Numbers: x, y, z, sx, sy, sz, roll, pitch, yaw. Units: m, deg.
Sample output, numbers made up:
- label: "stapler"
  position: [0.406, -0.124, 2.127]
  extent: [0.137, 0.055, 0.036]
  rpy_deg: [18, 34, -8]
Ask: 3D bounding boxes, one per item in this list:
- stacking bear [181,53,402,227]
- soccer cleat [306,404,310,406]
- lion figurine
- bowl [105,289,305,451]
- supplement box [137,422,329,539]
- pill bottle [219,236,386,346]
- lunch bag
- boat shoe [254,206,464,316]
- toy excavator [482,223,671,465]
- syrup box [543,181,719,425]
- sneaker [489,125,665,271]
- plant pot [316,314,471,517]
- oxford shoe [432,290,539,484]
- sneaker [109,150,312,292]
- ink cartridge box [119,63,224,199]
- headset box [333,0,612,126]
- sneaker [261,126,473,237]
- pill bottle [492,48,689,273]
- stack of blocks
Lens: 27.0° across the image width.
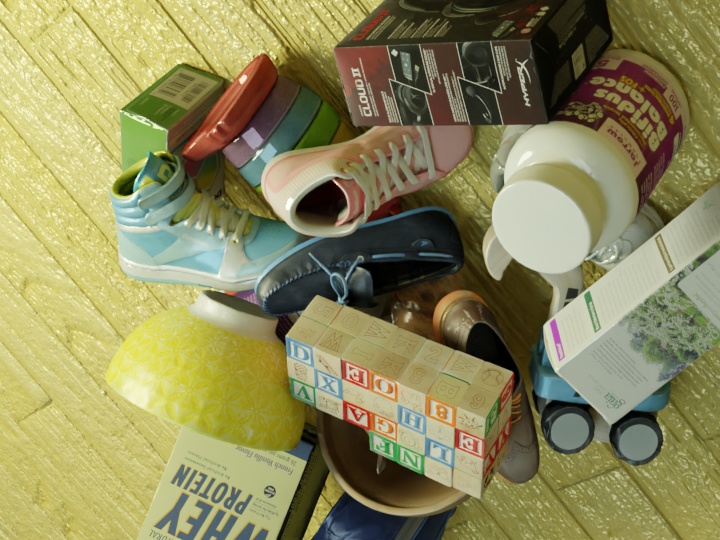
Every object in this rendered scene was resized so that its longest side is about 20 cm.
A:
- label: "stacking bear"
  position: [-0.048, -0.099, 1.410]
  extent: [0.199, 0.114, 0.121]
  rpy_deg: [39, 158, -14]
- label: "soccer cleat"
  position: [-0.086, 0.117, 1.632]
  extent: [0.198, 0.069, 0.078]
  rpy_deg: [-8, 121, 35]
- label: "lion figurine"
  position: [0.042, 0.082, 1.432]
  extent: [0.122, 0.200, 0.072]
  rpy_deg: [40, 176, 6]
- label: "bowl"
  position: [-0.132, 0.083, 1.422]
  extent: [0.198, 0.200, 0.109]
  rpy_deg: [23, 96, 17]
- label: "supplement box"
  position: [-0.128, 0.245, 1.567]
  extent: [0.133, 0.200, 0.202]
  rpy_deg: [21, 89, 9]
- label: "pill bottle"
  position: [-0.077, 0.036, 1.529]
  extent: [0.199, 0.112, 0.112]
  rpy_deg: [-26, 107, 43]
- label: "lunch bag"
  position: [0.015, 0.315, 1.664]
  extent: [0.132, 0.136, 0.201]
  rpy_deg: [35, 139, 6]
- label: "boat shoe"
  position: [0.000, 0.000, 1.378]
  extent: [0.198, 0.069, 0.084]
  rpy_deg: [-23, 148, 1]
- label: "toy excavator"
  position: [0.196, 0.057, 1.367]
  extent: [0.192, 0.100, 0.202]
  rpy_deg: [8, 107, -2]
- label: "syrup box"
  position: [0.254, 0.029, 1.255]
  extent: [0.200, 0.082, 0.079]
  rpy_deg: [-41, 112, 19]
- label: "sneaker"
  position: [0.185, -0.039, 1.301]
  extent: [0.200, 0.099, 0.078]
  rpy_deg: [40, 136, 1]
- label: "plant pot"
  position: [0.062, 0.147, 1.505]
  extent: [0.199, 0.203, 0.093]
  rpy_deg: [16, 174, 23]
- label: "oxford shoe"
  position: [0.121, 0.119, 1.367]
  extent: [0.201, 0.071, 0.073]
  rpy_deg: [65, 173, -21]
- label: "sneaker"
  position: [-0.147, -0.052, 1.407]
  extent: [0.198, 0.080, 0.132]
  rpy_deg: [-1, 131, 12]
- label: "ink cartridge box"
  position: [-0.188, -0.094, 1.509]
  extent: [0.059, 0.104, 0.202]
  rpy_deg: [22, 133, 19]
- label: "headset box"
  position: [0.085, -0.184, 1.223]
  extent: [0.198, 0.149, 0.078]
  rpy_deg: [4, 125, 32]
- label: "sneaker"
  position: [0.015, -0.082, 1.316]
  extent: [0.198, 0.105, 0.076]
  rpy_deg: [-17, 115, -6]
- label: "pill bottle"
  position: [0.182, -0.086, 1.195]
  extent: [0.111, 0.200, 0.113]
  rpy_deg: [18, 132, 21]
- label: "stack of blocks"
  position: [0.034, 0.112, 1.342]
  extent: [0.198, 0.059, 0.116]
  rpy_deg: [22, 140, 20]
